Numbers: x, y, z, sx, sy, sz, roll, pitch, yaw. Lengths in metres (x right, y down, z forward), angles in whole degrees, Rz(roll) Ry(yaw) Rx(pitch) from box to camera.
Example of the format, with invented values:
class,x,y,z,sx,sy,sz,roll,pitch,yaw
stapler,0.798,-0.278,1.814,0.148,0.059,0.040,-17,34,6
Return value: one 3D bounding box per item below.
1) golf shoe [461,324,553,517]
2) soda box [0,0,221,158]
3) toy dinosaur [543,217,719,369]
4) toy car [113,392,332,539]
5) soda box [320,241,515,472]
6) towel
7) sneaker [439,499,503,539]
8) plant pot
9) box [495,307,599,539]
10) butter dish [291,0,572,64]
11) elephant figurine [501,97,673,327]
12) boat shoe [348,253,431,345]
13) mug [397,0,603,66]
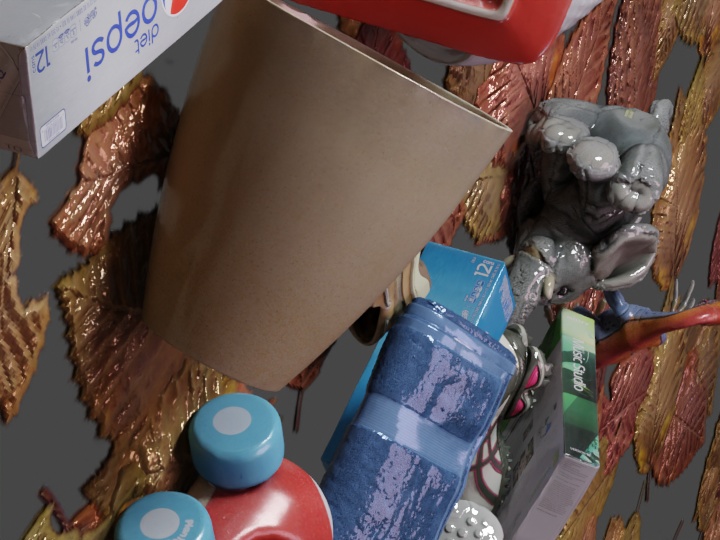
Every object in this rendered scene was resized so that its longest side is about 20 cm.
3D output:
class,x,y,z,sx,sy,sz,roll,pitch,yaw
golf shoe,0.080,0.132,1.893,0.088,0.077,0.201,-1,119,-33
soda box,-0.137,-0.135,1.180,0.200,0.068,0.064,-49,146,-47
toy dinosaur,0.240,0.058,2.026,0.105,0.181,0.201,15,96,-25
toy car,-0.031,0.210,1.486,0.177,0.199,0.185,-55,151,-40
soda box,0.045,0.081,1.757,0.200,0.068,0.064,-63,156,-26
towel,0.034,0.127,1.643,0.112,0.048,0.201,34,78,-41
sneaker,0.017,0.238,1.718,0.200,0.077,0.081,-32,155,-4
plant pot,-0.041,-0.039,1.364,0.201,0.187,0.187,-61,158,6
box,0.149,0.144,1.926,0.200,0.036,0.145,-86,-160,-55
butter dish,0.046,-0.253,1.413,0.148,0.199,0.200,-90,-162,-56
elephant figurine,0.176,-0.034,1.947,0.142,0.154,0.201,-104,-155,-57
boat shoe,0.000,0.000,1.604,0.076,0.072,0.200,-56,154,-13
mug,0.084,-0.242,1.568,0.175,0.147,0.200,-43,114,-33
